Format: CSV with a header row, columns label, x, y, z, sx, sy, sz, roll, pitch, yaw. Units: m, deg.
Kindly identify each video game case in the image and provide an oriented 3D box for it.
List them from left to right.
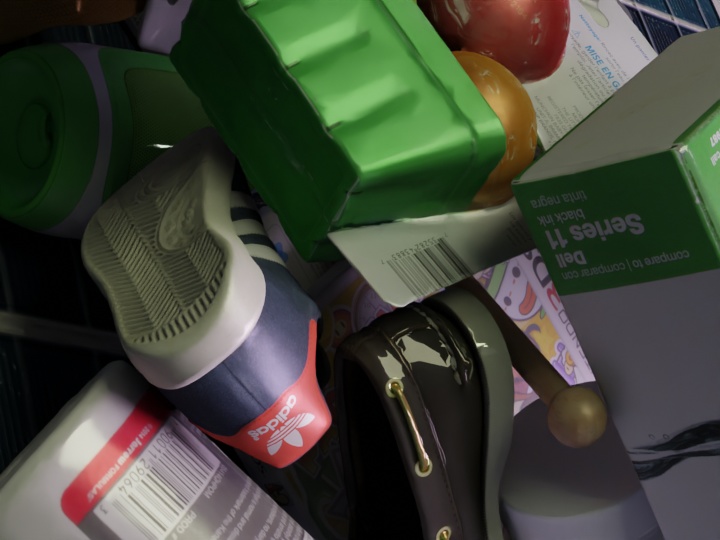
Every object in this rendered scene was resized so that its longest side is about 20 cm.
label,x,y,z,sx,sy,sz,roll,pitch,yaw
video game case,0.042,0.068,0.929,0.200,0.023,0.183,-43,109,-36

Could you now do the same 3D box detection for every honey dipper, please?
label,x,y,z,sx,sy,sz,roll,pitch,yaw
honey dipper,0.042,0.007,0.838,0.038,0.038,0.200,18,21,-35

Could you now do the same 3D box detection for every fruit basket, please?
label,x,y,z,sx,sy,sz,roll,pitch,yaw
fruit basket,0.031,-0.083,0.843,0.199,0.094,0.186,-21,68,-41

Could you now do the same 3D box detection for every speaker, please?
label,x,y,z,sx,sy,sz,roll,pitch,yaw
speaker,-0.078,-0.053,0.959,0.199,0.088,0.089,4,54,-45

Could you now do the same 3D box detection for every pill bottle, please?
label,x,y,z,sx,sy,sz,roll,pitch,yaw
pill bottle,-0.055,0.139,0.775,0.200,0.111,0.111,44,35,-5
pill bottle,0.119,0.148,0.883,0.112,0.111,0.201,-75,149,-51

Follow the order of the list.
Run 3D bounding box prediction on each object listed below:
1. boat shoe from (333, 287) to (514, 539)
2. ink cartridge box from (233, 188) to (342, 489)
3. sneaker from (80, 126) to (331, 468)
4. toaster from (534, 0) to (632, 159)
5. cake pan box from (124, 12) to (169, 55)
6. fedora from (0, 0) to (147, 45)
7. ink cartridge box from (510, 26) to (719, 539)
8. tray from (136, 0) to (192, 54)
label,x,y,z,sx,sy,sz,roll,pitch,yaw
boat shoe,0.021,0.106,0.824,0.060,0.203,0.072,-17,28,-28
ink cartridge box,0.000,0.000,0.947,0.200,0.042,0.120,-45,115,-34
sneaker,-0.055,0.013,0.812,0.085,0.075,0.200,49,10,-24
toaster,0.049,-0.118,1.086,0.128,0.115,0.200,24,0,-21
cake pan box,-0.085,-0.231,1.035,0.052,0.184,0.201,-15,67,-52
fedora,-0.144,-0.149,0.936,0.200,0.199,0.083,-30,112,-54
ink cartridge box,0.159,0.018,0.799,0.146,0.083,0.201,-38,109,-44
tray,0.004,-0.137,0.946,0.198,0.108,0.022,4,46,-20
